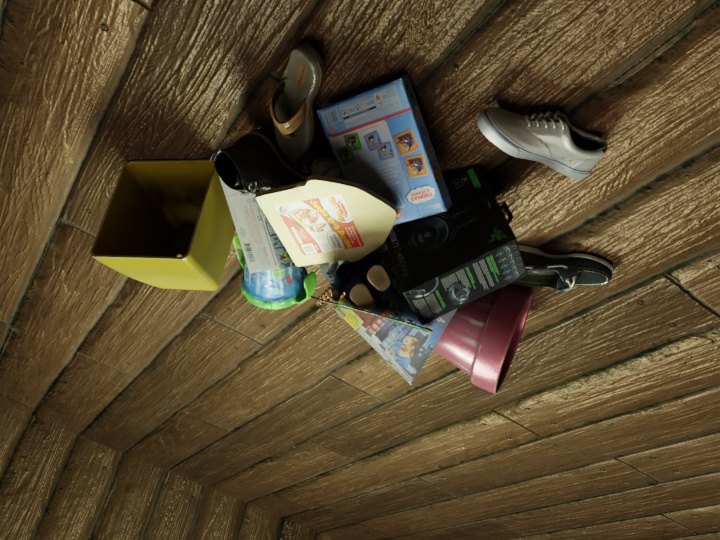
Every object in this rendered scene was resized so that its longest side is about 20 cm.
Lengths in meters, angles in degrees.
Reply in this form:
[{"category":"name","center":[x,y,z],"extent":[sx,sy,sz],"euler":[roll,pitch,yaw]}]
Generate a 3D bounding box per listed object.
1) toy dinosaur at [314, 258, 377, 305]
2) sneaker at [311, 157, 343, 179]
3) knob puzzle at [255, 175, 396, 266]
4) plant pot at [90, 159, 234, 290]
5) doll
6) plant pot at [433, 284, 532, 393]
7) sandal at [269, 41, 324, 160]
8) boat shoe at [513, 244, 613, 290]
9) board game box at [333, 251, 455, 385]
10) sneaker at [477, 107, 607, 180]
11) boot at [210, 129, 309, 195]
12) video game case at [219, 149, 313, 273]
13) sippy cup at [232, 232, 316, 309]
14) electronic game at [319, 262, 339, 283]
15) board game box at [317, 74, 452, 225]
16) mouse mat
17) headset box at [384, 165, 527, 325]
[{"category":"toy dinosaur","center":[0.010,0.034,1.316],"extent":[0.196,0.103,0.137],"euler":[1,133,36]},{"category":"sneaker","center":[0.022,-0.156,1.129],"extent":[0.196,0.077,0.105],"euler":[22,132,-21]},{"category":"knob puzzle","center":[-0.038,-0.083,1.060],"extent":[0.213,0.031,0.222],"euler":[3,144,2]},{"category":"plant pot","center":[-0.339,-0.066,1.274],"extent":[0.195,0.204,0.177],"euler":[2,151,17]},{"category":"doll","center":[0.000,0.000,1.159],"extent":[0.048,0.137,0.200],"euler":[44,180,-18]},{"category":"plant pot","center":[0.213,0.106,1.320],"extent":[0.175,0.202,0.202],"euler":[20,148,19]},{"category":"sandal","center":[-0.101,-0.243,1.027],"extent":[0.082,0.054,0.201],"euler":[44,146,12]},{"category":"boat shoe","center":[0.350,0.007,1.231],"extent":[0.195,0.061,0.076],"euler":[7,145,11]},{"category":"board game box","center":[0.089,0.061,1.228],"extent":[0.200,0.062,0.200],"euler":[44,111,-1]},{"category":"sneaker","center":[0.261,-0.198,0.984],"extent":[0.196,0.074,0.071],"euler":[16,137,-19]},{"category":"boot","center":[-0.140,-0.121,1.080],"extent":[0.200,0.138,0.078],"euler":[44,119,0]},{"category":"video game case","center":[-0.144,-0.105,1.190],"extent":[0.177,0.036,0.205],"euler":[-9,106,28]},{"category":"sippy cup","center":[-0.167,-0.020,1.331],"extent":[0.173,0.142,0.132],"euler":[3,135,0]},{"category":"electronic game","center":[0.017,-0.010,1.343],"extent":[0.194,0.042,0.202],"euler":[3,144,2]},{"category":"board game box","center":[0.037,-0.170,1.041],"extent":[0.148,0.037,0.204],"euler":[-12,108,30]},{"category":"mouse mat","center":[0.022,0.073,1.136],"extent":[0.195,0.008,0.161],"euler":[14,176,10]},{"category":"headset box","center":[0.147,-0.044,1.086],"extent":[0.196,0.177,0.093],"euler":[-25,137,9]}]
